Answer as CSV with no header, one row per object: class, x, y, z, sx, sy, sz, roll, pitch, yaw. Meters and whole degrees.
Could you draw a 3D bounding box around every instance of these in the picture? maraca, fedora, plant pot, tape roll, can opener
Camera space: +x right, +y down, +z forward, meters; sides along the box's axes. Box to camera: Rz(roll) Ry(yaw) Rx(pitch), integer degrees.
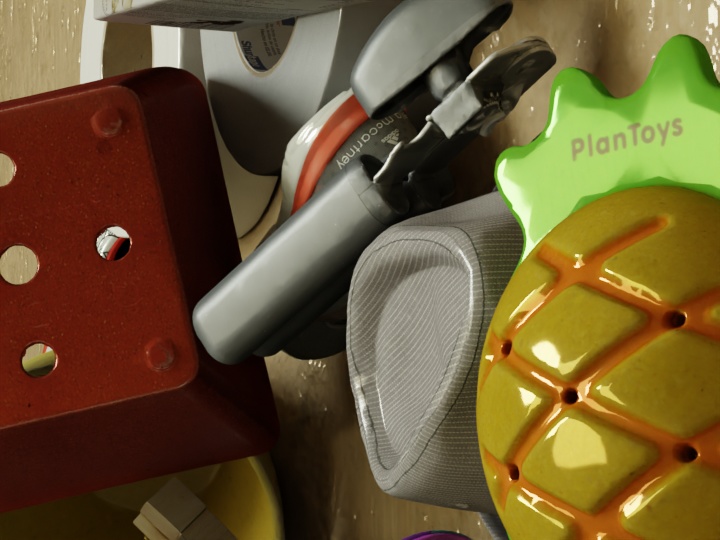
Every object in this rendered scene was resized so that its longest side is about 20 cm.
maraca,0.095,0.024,0.684,0.137,0.107,0.201,-12,75,35
fedora,0.052,0.028,0.809,0.200,0.090,0.178,137,129,-59
plant pot,-0.151,0.005,0.968,0.176,0.199,0.201,120,137,-83
tape roll,-0.105,-0.117,1.209,0.202,0.070,0.204,180,90,-66
can opener,-0.002,-0.042,0.856,0.200,0.053,0.067,-41,74,28
plant pot,-0.132,0.118,1.155,0.142,0.199,0.201,-74,-5,-69
tape roll,-0.017,-0.145,1.009,0.200,0.066,0.202,-179,90,-66

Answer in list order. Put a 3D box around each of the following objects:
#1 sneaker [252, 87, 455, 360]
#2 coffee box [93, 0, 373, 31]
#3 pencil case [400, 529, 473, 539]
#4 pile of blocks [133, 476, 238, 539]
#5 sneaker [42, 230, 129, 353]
sneaker,0.000,0.000,0.957,0.082,0.077,0.200,45,155,18
coffee box,-0.053,-0.170,0.910,0.200,0.079,0.114,-177,89,-67
pencil case,-0.002,0.165,0.936,0.085,0.092,0.200,65,154,0
pile of blocks,-0.089,0.204,1.054,0.082,0.062,0.201,0,119,37
sneaker,-0.160,0.050,1.335,0.108,0.067,0.203,-144,60,-65
